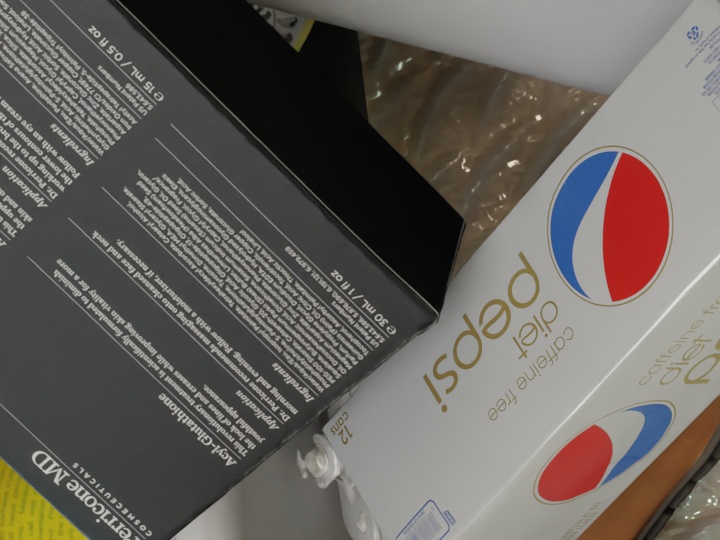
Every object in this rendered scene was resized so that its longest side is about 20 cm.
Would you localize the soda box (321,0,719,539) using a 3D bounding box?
[{"bbox_3d":[0.078,0.010,0.756,0.200,0.068,0.064,-49,58,31],"label":"soda box"}]

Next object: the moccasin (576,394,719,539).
[{"bbox_3d":[0.094,0.030,0.844,0.078,0.074,0.201,32,139,4],"label":"moccasin"}]

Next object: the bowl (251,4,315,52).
[{"bbox_3d":[-0.105,-0.130,0.844,0.200,0.094,0.201,0,103,1],"label":"bowl"}]

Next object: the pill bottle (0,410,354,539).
[{"bbox_3d":[-0.103,0.105,0.926,0.200,0.109,0.109,-10,110,30],"label":"pill bottle"}]

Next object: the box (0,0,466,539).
[{"bbox_3d":[-0.088,-0.028,0.767,0.141,0.079,0.200,-40,103,22],"label":"box"}]

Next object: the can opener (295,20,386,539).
[{"bbox_3d":[0.000,0.000,0.871,0.053,0.066,0.200,172,86,-71],"label":"can opener"}]

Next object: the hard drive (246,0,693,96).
[{"bbox_3d":[0.048,-0.111,0.748,0.200,0.025,0.132,14,143,-2],"label":"hard drive"}]
